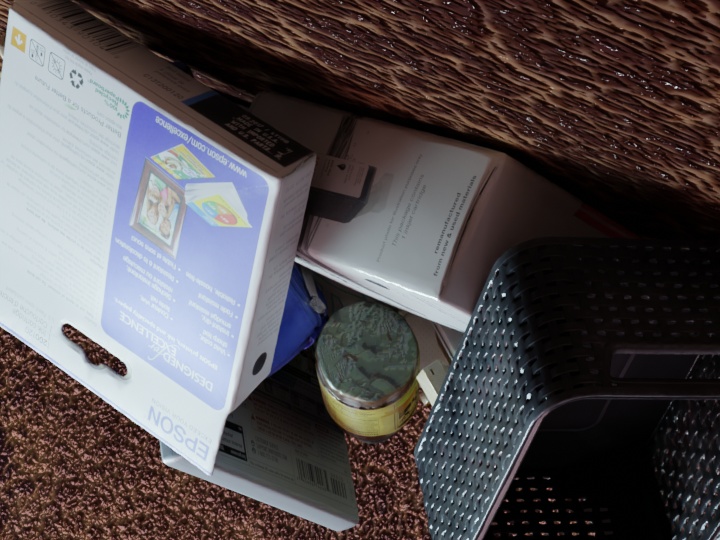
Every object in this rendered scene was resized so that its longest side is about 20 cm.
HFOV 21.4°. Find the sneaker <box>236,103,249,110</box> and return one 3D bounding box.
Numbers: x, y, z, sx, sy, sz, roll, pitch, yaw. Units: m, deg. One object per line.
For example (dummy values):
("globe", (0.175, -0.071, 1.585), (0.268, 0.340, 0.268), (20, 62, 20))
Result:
("sneaker", (-0.091, -0.076, 1.211), (0.199, 0.073, 0.085), (32, -174, 16))

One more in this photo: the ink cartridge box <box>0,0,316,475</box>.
("ink cartridge box", (-0.125, -0.020, 1.042), (0.197, 0.202, 0.043), (32, -144, 24))

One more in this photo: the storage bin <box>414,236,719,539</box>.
("storage bin", (0.116, 0.082, 0.948), (0.134, 0.094, 0.201), (1, 142, -16))

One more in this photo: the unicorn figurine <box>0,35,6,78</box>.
("unicorn figurine", (-0.221, -0.076, 1.388), (0.137, 0.074, 0.200), (33, 162, 22))

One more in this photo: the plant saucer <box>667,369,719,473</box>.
("plant saucer", (0.198, 0.063, 1.116), (0.201, 0.050, 0.200), (56, -175, -7))

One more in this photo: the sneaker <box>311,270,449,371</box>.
("sneaker", (0.000, 0.000, 1.260), (0.200, 0.071, 0.080), (48, 155, -12))

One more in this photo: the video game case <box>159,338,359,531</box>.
("video game case", (-0.073, 0.060, 1.221), (0.022, 0.184, 0.200), (-23, 151, 24))

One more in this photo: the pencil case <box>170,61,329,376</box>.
("pencil case", (-0.089, -0.027, 1.119), (0.086, 0.078, 0.201), (-19, 112, 27))

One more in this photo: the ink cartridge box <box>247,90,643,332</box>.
("ink cartridge box", (0.035, -0.021, 1.035), (0.145, 0.086, 0.199), (27, 177, -42))

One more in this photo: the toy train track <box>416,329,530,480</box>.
("toy train track", (0.055, 0.082, 1.149), (0.115, 0.032, 0.200), (60, -175, 13))

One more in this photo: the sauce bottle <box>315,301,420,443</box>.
("sauce bottle", (0.006, 0.071, 1.198), (0.064, 0.065, 0.200), (22, 168, 6))

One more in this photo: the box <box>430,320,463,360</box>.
("box", (0.110, 0.042, 1.200), (0.078, 0.094, 0.200), (61, -172, 12))
